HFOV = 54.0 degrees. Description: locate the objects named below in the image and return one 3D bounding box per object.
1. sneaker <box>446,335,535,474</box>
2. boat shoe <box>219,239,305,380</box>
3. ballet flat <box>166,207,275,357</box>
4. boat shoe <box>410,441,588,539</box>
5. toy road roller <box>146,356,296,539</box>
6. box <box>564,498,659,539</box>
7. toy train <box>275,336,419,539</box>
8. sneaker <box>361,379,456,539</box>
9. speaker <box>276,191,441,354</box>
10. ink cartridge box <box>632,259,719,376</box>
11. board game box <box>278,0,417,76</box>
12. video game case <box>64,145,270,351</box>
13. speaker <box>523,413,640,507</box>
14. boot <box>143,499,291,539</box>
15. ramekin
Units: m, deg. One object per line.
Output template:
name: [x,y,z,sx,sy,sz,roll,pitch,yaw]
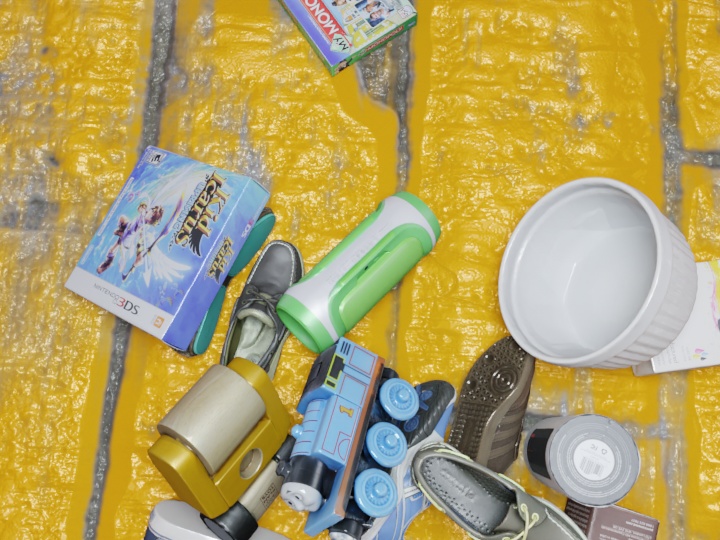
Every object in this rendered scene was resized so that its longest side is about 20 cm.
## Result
sneaker: [0.149,0.171,0.791,0.070,0.076,0.200,13,69,48]
boat shoe: [-0.113,0.056,0.812,0.072,0.066,0.201,15,78,6]
ballet flat: [-0.177,0.002,0.829,0.075,0.068,0.200,25,83,15]
boat shoe: [0.136,0.239,0.689,0.201,0.060,0.072,32,86,12]
toy road roller: [-0.158,0.177,0.728,0.146,0.200,0.123,18,51,32]
box: [0.239,0.341,0.730,0.075,0.100,0.201,18,79,5]
toy train: [-0.015,0.170,0.711,0.114,0.087,0.200,28,48,-10]
sneaker: [0.051,0.213,0.784,0.077,0.076,0.200,44,69,-29]
speaker: [0.000,0.000,0.800,0.088,0.088,0.200,43,71,9]
ink cartridge box: [0.409,0.049,0.806,0.199,0.068,0.117,-8,77,-1]
board game box: [-0.036,-0.369,0.921,0.134,0.029,0.200,-33,80,-7]
video game case: [-0.223,-0.034,0.807,0.181,0.045,0.200,20,78,32]
speaker: [0.216,0.187,0.713,0.081,0.200,0.082,-1,78,6]
boot: [-0.143,0.326,0.763,0.199,0.073,0.091,21,98,4]
ramekin: [0.257,0.010,0.756,0.105,0.200,0.201,19,76,-35]
